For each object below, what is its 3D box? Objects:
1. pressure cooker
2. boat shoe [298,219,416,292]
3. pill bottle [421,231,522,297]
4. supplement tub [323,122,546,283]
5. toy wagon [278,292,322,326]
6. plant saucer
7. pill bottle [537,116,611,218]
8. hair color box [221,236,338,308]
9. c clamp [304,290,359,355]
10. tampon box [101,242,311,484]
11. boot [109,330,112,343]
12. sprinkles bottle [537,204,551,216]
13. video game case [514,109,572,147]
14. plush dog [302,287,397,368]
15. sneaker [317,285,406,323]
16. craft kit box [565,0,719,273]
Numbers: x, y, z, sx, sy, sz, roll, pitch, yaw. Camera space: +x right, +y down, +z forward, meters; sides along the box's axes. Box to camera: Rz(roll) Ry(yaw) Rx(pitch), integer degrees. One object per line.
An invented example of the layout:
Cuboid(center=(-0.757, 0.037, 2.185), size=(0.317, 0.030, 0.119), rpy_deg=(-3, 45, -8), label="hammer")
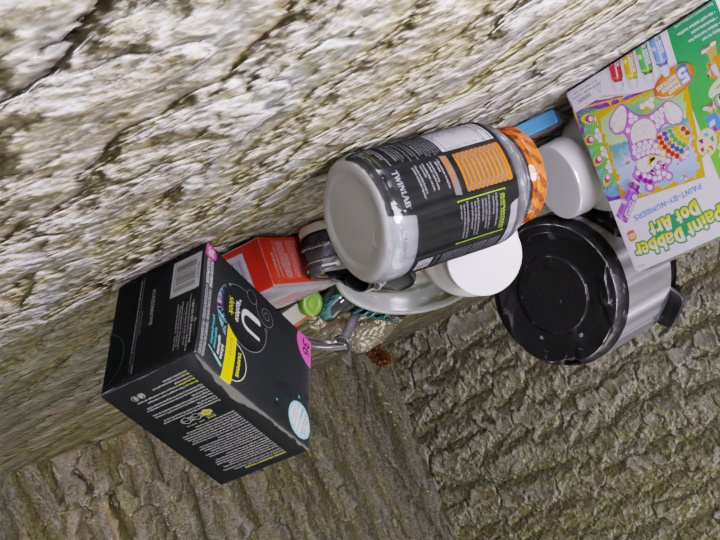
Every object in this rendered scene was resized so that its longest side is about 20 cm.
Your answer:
Cuboid(center=(0.267, 0.005, 1.414), size=(0.177, 0.178, 0.199), rpy_deg=(-22, 177, 41), label="pressure cooker")
Cuboid(center=(0.000, 0.000, 1.454), size=(0.071, 0.068, 0.199), rpy_deg=(-29, 151, 28), label="boat shoe")
Cuboid(center=(0.110, -0.034, 1.340), size=(0.110, 0.112, 0.200), rpy_deg=(-21, -166, -5), label="pill bottle")
Cuboid(center=(0.074, -0.070, 1.158), size=(0.198, 0.124, 0.122), rpy_deg=(-17, 172, -31), label="supplement tub")
Cuboid(center=(-0.112, 0.049, 1.616), size=(0.199, 0.040, 0.154), rpy_deg=(-33, -160, -31), label="toy wagon")
Cuboid(center=(0.062, -0.017, 1.551), size=(0.197, 0.051, 0.201), rpy_deg=(-3, 146, -2), label="plant saucer")
Cuboid(center=(0.288, -0.132, 1.320), size=(0.198, 0.113, 0.112), rpy_deg=(-26, 175, -22), label="pill bottle")
Cuboid(center=(-0.107, 0.006, 1.431), size=(0.100, 0.062, 0.200), rpy_deg=(-23, 172, 20), label="hair color box")
Cuboid(center=(-0.035, 0.066, 1.672), size=(0.169, 0.027, 0.200), rpy_deg=(16, -154, 11), label="c clamp")
Cuboid(center=(-0.155, 0.103, 1.298), size=(0.125, 0.151, 0.200), rpy_deg=(-24, 134, 24), label="tampon box")
Cuboid(center=(-0.206, 0.113, 1.526), size=(0.199, 0.076, 0.107), rpy_deg=(32, 140, -29), label="boot")
Cuboid(center=(0.237, -0.103, 1.554), size=(0.067, 0.069, 0.200), rpy_deg=(-19, 179, -17), label="sprinkles bottle")
Cuboid(center=(0.183, -0.140, 1.403), size=(0.142, 0.018, 0.200), rpy_deg=(-24, 173, 21), label="video game case")
Cuboid(center=(0.025, 0.036, 1.834), size=(0.199, 0.160, 0.173), rpy_deg=(-14, 144, -56), label="plush dog")
Cuboid(center=(0.026, 0.035, 1.657), size=(0.199, 0.092, 0.077), rpy_deg=(-29, 179, -40), label="sneaker")
Cuboid(center=(0.309, -0.124, 1.162), size=(0.048, 0.200, 0.199), rpy_deg=(-17, 171, -40), label="craft kit box")
